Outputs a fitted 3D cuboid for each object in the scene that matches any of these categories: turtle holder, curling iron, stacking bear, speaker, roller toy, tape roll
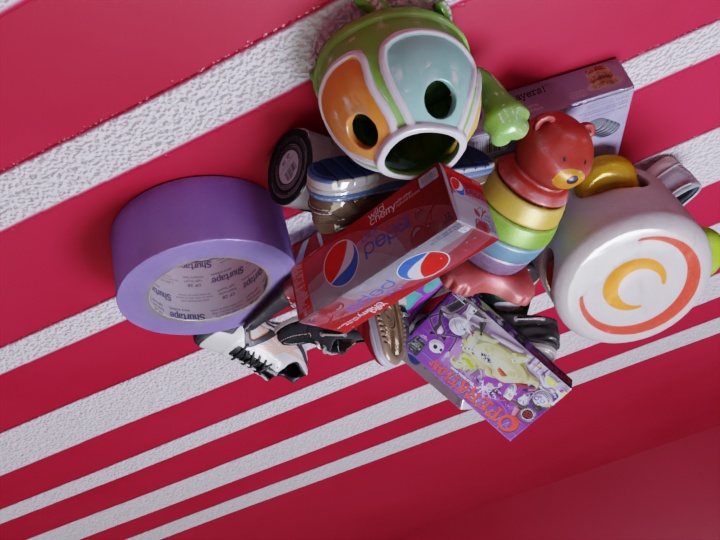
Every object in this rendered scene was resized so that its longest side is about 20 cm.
[{"bbox_3d":[0.049,-0.147,0.672,0.141,0.132,0.185,-34,146,28],"label":"turtle holder"},{"bbox_3d":[-0.069,0.024,0.842,0.049,0.026,0.200,20,135,-43],"label":"curling iron"},{"bbox_3d":[0.170,-0.075,0.784,0.121,0.114,0.200,10,132,-23],"label":"stacking bear"},{"bbox_3d":[0.005,-0.090,0.802,0.199,0.082,0.081,10,141,-39],"label":"speaker"},{"bbox_3d":[0.296,-0.023,0.875,0.199,0.140,0.183,27,119,-24],"label":"roller toy"},{"bbox_3d":[-0.176,-0.011,0.841,0.199,0.085,0.200,-12,151,-7],"label":"tape roll"}]

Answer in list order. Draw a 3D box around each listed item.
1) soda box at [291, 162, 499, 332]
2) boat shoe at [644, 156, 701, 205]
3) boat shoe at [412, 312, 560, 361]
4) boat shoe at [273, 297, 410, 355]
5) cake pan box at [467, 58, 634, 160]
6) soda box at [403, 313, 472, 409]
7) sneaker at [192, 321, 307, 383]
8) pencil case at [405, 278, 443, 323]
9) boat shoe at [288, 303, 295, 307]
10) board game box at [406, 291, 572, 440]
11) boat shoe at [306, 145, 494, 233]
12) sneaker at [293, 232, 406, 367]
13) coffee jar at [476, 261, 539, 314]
[{"bbox_3d":[0.026,-0.015,0.696,0.200,0.064,0.070,-33,148,32],"label":"soda box"},{"bbox_3d":[0.358,-0.062,0.970,0.201,0.072,0.070,-43,148,0],"label":"boat shoe"},{"bbox_3d":[0.174,0.083,1.029,0.199,0.057,0.067,8,147,16],"label":"boat shoe"},{"bbox_3d":[-0.026,0.081,0.981,0.199,0.061,0.074,-14,167,23],"label":"boat shoe"},{"bbox_3d":[0.198,-0.135,0.852,0.199,0.052,0.184,-18,149,2],"label":"cake pan box"},{"bbox_3d":[0.126,0.132,1.123,0.063,0.200,0.068,3,108,-30],"label":"soda box"},{"bbox_3d":[-0.149,0.112,1.072,0.199,0.080,0.074,16,139,-41],"label":"sneaker"},{"bbox_3d":[0.076,0.009,0.993,0.085,0.093,0.200,-7,152,-34],"label":"pencil case"},{"bbox_3d":[0.000,0.000,0.973,0.199,0.075,0.093,-21,158,24],"label":"boat shoe"},{"bbox_3d":[0.166,0.123,0.990,0.120,0.200,0.032,-49,-179,31],"label":"board game box"},{"bbox_3d":[0.039,-0.081,0.737,0.199,0.072,0.073,-9,126,-21],"label":"boat shoe"},{"bbox_3d":[-0.021,0.035,0.880,0.112,0.201,0.071,-25,151,19],"label":"sneaker"},{"bbox_3d":[0.200,0.008,1.038,0.085,0.105,0.200,0,150,3],"label":"coffee jar"}]
